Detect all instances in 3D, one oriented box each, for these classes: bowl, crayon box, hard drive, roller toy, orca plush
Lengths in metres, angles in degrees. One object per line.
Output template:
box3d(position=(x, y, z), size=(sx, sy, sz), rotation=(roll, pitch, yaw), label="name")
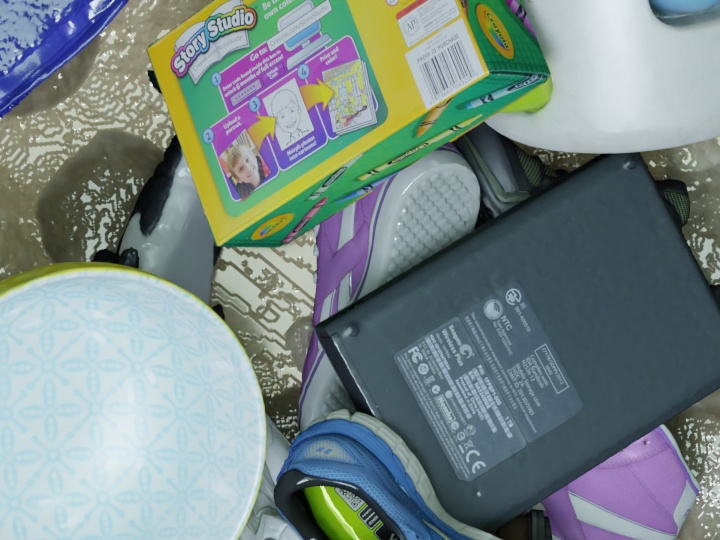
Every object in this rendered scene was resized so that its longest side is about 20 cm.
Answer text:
box3d(position=(-0.159, 0.083, 1.528), size=(0.199, 0.108, 0.201), rotation=(-7, 107, -22), label="bowl")
box3d(position=(-0.010, -0.107, 1.514), size=(0.200, 0.058, 0.119), rotation=(-31, 72, 34), label="crayon box")
box3d(position=(0.093, 0.041, 1.554), size=(0.199, 0.033, 0.140), rotation=(-30, 97, -15), label="hard drive")
box3d(position=(0.142, -0.155, 1.560), size=(0.181, 0.200, 0.141), rotation=(-2, 111, 15), label="roller toy")
box3d(position=(-0.127, -0.011, 1.629), size=(0.071, 0.105, 0.201), rotation=(6, 94, 31), label="orca plush")

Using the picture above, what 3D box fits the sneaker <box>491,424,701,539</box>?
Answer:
box3d(position=(0.099, 0.093, 1.607), size=(0.200, 0.073, 0.115), rotation=(31, 101, -26), label="sneaker")

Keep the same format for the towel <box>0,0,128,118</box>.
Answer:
box3d(position=(-0.226, -0.194, 1.640), size=(0.148, 0.050, 0.200), rotation=(-41, 90, -7), label="towel")

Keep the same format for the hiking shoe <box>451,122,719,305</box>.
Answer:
box3d(position=(0.130, -0.025, 1.636), size=(0.101, 0.076, 0.200), rotation=(-44, 97, -12), label="hiking shoe")

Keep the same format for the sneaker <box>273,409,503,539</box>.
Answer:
box3d(position=(0.030, 0.162, 1.481), size=(0.200, 0.089, 0.079), rotation=(41, 119, 6), label="sneaker")

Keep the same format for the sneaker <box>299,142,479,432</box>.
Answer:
box3d(position=(0.001, 0.000, 1.627), size=(0.072, 0.114, 0.201), rotation=(3, 119, -34), label="sneaker")

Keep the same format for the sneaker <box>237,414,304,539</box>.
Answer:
box3d(position=(-0.039, 0.139, 1.585), size=(0.099, 0.200, 0.078), rotation=(18, 120, -38), label="sneaker")

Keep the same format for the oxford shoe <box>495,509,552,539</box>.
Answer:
box3d(position=(0.052, 0.219, 1.559), size=(0.084, 0.073, 0.201), rotation=(17, 89, 2), label="oxford shoe")
